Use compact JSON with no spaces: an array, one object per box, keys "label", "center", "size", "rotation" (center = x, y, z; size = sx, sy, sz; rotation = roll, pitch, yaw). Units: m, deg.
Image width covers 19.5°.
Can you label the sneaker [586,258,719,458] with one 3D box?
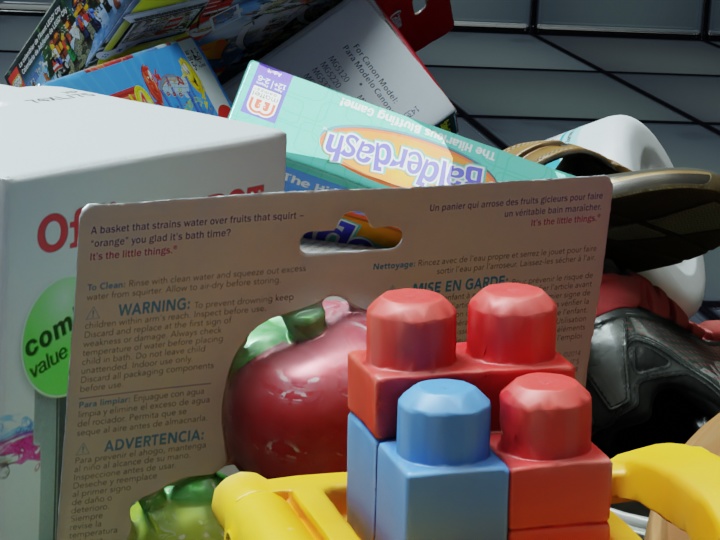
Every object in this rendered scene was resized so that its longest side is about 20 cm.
[{"label":"sneaker","center":[0.160,0.065,1.000],"size":[0.200,0.071,0.098],"rotation":[20,42,-42]}]

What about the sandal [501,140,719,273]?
[{"label":"sandal","center":[0.080,-0.030,0.984],"size":[0.200,0.055,0.082],"rotation":[-9,-24,32]}]

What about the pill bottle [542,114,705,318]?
[{"label":"pill bottle","center":[0.067,0.002,1.081],"size":[0.200,0.111,0.111],"rotation":[-20,3,24]}]

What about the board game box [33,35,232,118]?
[{"label":"board game box","center":[-0.172,-0.027,0.923],"size":[0.200,0.056,0.196],"rotation":[-26,5,17]}]

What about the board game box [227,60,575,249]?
[{"label":"board game box","center":[0.000,0.000,0.953],"size":[0.152,0.045,0.200],"rotation":[20,-31,-1]}]

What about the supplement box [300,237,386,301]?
[{"label":"supplement box","center":[-0.031,0.054,0.878],"size":[0.200,0.126,0.074],"rotation":[7,14,21]}]

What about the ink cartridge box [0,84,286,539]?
[{"label":"ink cartridge box","center":[-0.127,0.045,0.724],"size":[0.146,0.200,0.147],"rotation":[12,16,33]}]

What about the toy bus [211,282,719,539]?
[{"label":"toy bus","center":[0.054,0.101,0.549],"size":[0.200,0.192,0.136],"rotation":[1,11,-16]}]

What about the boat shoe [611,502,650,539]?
[{"label":"boat shoe","center":[0.154,0.106,0.824],"size":[0.200,0.066,0.072],"rotation":[3,12,2]}]

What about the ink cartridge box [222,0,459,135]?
[{"label":"ink cartridge box","center":[-0.002,-0.076,1.133],"size":[0.176,0.084,0.200],"rotation":[-35,-7,1]}]

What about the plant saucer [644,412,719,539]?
[{"label":"plant saucer","center":[0.202,0.097,0.748],"size":[0.200,0.037,0.200],"rotation":[-2,40,1]}]

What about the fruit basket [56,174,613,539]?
[{"label":"fruit basket","center":[-0.013,0.067,0.655],"size":[0.185,0.200,0.094],"rotation":[-5,17,-30]}]

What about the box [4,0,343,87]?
[{"label":"box","center":[-0.064,-0.136,1.044],"size":[0.200,0.038,0.137],"rotation":[-20,-13,-37]}]
